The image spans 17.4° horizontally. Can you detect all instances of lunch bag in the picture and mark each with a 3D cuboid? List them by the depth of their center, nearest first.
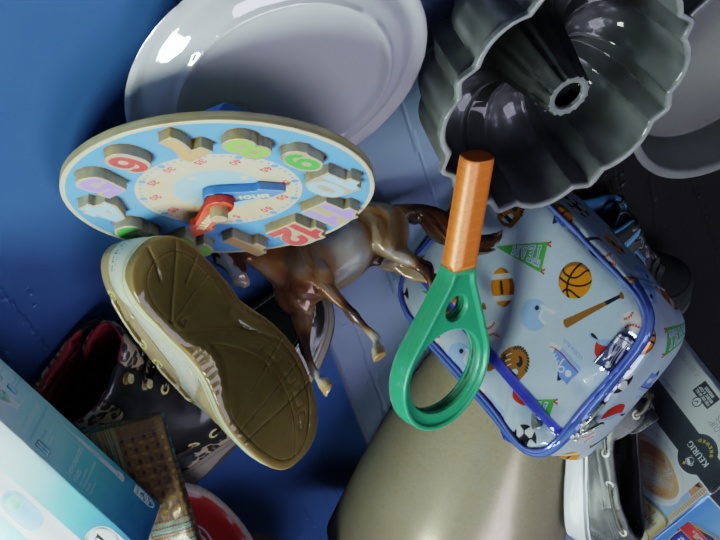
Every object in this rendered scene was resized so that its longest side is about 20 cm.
[{"bbox_3d":[0.126,0.034,1.680,0.160,0.200,0.075,-50,150,18],"label":"lunch bag"}]

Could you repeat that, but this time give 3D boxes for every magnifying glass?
[{"bbox_3d":[0.062,0.015,1.585,0.079,0.022,0.201,-12,123,-39],"label":"magnifying glass"}]

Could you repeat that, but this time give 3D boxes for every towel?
[{"bbox_3d":[-0.200,0.184,1.584,0.199,0.148,0.022,-15,-174,19],"label":"towel"}]

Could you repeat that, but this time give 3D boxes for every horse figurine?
[{"bbox_3d":[0.000,0.000,1.626,0.199,0.133,0.050,-26,158,-30],"label":"horse figurine"}]

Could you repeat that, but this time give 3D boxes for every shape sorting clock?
[{"bbox_3d":[-0.090,-0.051,1.482,0.198,0.040,0.200,-4,160,-2],"label":"shape sorting clock"}]

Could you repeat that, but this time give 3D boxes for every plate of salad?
[{"bbox_3d":[-0.054,-0.130,1.476,0.199,0.048,0.201,-16,143,-12],"label":"plate of salad"}]

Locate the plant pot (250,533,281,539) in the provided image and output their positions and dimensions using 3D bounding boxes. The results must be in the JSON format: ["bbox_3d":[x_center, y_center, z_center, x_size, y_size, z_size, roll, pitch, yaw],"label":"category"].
[{"bbox_3d":[-0.116,0.267,1.816,0.200,0.093,0.201,-34,154,-19],"label":"plant pot"}]

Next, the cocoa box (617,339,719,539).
[{"bbox_3d":[0.238,0.135,1.880,0.131,0.200,0.133,-39,144,6],"label":"cocoa box"}]

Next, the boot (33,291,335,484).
[{"bbox_3d":[-0.124,0.069,1.629,0.200,0.073,0.150,-42,144,16],"label":"boot"}]

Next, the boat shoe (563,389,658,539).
[{"bbox_3d":[0.190,0.111,1.755,0.070,0.066,0.202,-21,116,-62],"label":"boat shoe"}]

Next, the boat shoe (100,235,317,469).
[{"bbox_3d":[-0.099,0.050,1.556,0.074,0.066,0.201,-46,122,-21],"label":"boat shoe"}]

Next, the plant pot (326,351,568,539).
[{"bbox_3d":[0.091,0.138,1.806,0.186,0.187,0.201,1,116,-39],"label":"plant pot"}]

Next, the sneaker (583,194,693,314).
[{"bbox_3d":[0.198,-0.010,1.796,0.199,0.073,0.082,10,123,-45],"label":"sneaker"}]

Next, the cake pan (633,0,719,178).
[{"bbox_3d":[0.268,-0.156,1.715,0.199,0.037,0.201,-25,143,-20],"label":"cake pan"}]

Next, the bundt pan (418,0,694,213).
[{"bbox_3d":[0.121,-0.140,1.588,0.201,0.076,0.203,-23,142,-19],"label":"bundt pan"}]

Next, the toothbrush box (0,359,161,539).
[{"bbox_3d":[-0.251,0.147,1.507,0.200,0.085,0.146,44,103,-8],"label":"toothbrush box"}]

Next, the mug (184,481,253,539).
[{"bbox_3d":[-0.176,0.230,1.672,0.200,0.178,0.133,-38,135,23],"label":"mug"}]
